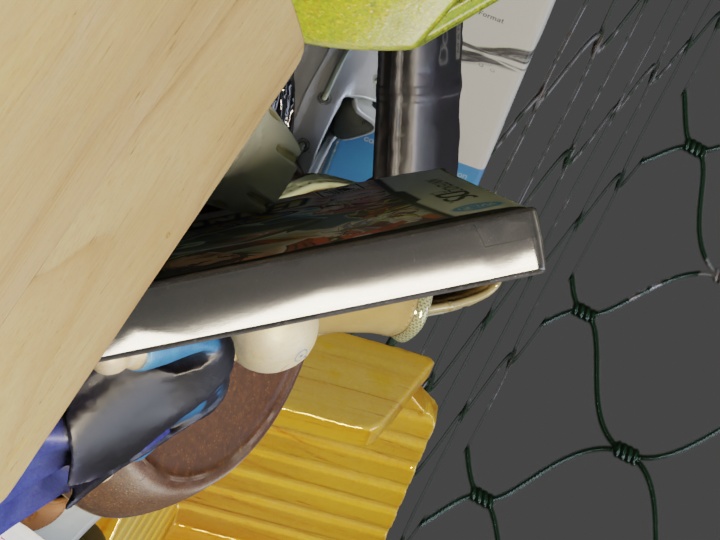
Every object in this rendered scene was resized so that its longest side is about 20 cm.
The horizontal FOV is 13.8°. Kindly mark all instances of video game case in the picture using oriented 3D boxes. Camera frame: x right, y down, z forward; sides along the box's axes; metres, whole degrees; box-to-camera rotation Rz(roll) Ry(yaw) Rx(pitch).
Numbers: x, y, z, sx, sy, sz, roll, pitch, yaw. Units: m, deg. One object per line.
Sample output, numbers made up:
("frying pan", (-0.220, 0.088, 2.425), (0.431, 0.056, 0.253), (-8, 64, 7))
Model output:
("video game case", (-0.047, -0.002, 1.093), (0.181, 0.200, 0.026), (-142, -138, -79))

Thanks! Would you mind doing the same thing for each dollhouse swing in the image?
("dollhouse swing", (-0.068, 0.153, 1.653), (0.200, 0.181, 0.176), (111, -8, -45))

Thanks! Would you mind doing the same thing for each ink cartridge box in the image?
("ink cartridge box", (0.059, -0.147, 1.577), (0.145, 0.084, 0.200), (-68, 180, -52))

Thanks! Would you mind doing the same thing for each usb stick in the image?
("usb stick", (0.026, -0.121, 1.298), (0.055, 0.033, 0.201), (-18, 113, -62))

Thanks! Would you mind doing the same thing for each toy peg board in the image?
("toy peg board", (-0.125, -0.067, 0.930), (0.200, 0.098, 0.199), (-58, 155, -22))

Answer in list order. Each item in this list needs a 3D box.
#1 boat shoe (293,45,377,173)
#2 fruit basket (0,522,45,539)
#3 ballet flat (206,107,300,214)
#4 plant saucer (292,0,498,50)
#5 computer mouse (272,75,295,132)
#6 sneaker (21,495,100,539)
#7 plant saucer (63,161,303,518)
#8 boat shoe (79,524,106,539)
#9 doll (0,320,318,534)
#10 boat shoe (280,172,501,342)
("boat shoe", (-0.018, -0.088, 1.458), (0.200, 0.067, 0.074), (-59, 171, -13))
("fruit basket", (-0.168, 0.189, 1.194), (0.200, 0.094, 0.185), (42, 74, -38))
("ballet flat", (-0.061, -0.052, 1.147), (0.068, 0.072, 0.200), (-56, -172, -2))
("plant saucer", (0.079, -0.158, 1.079), (0.200, 0.048, 0.200), (-34, 172, -42))
("computer mouse", (-0.028, -0.127, 1.296), (0.059, 0.034, 0.200), (14, 93, -73))
("sneaker", (-0.111, 0.061, 1.382), (0.200, 0.073, 0.085), (-51, 170, -40))
("plant saucer", (-0.074, 0.019, 1.334), (0.200, 0.034, 0.201), (-34, 132, -47))
("boat shoe", (-0.183, 0.213, 1.467), (0.066, 0.072, 0.201), (89, 27, -63))
("doll", (-0.103, 0.062, 1.145), (0.200, 0.048, 0.137), (-35, 165, -14))
("boat shoe", (0.000, 0.000, 1.323), (0.200, 0.076, 0.072), (-17, 139, -54))
